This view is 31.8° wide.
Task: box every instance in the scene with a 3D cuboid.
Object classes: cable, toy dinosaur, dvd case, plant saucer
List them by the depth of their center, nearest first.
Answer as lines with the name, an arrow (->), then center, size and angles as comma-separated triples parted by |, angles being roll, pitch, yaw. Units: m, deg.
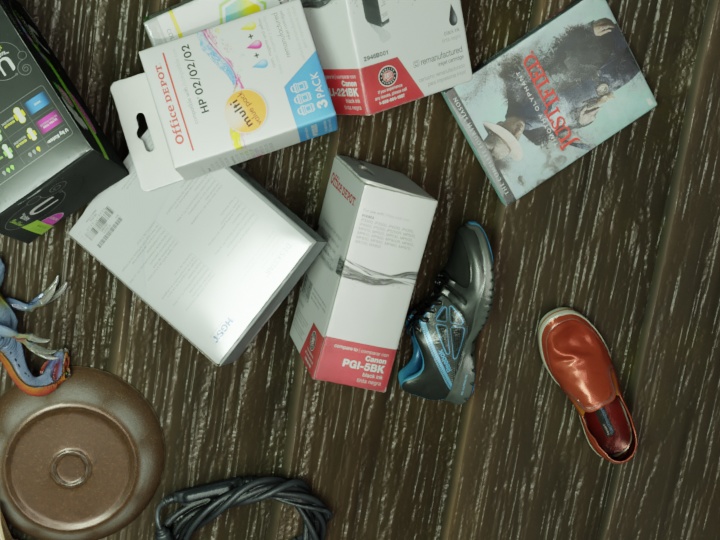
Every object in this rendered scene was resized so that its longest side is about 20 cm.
toy dinosaur -> -0.365, 0.040, 1.273 | 0.197, 0.105, 0.184 | 3, 113, 23
plant saucer -> -0.305, 0.203, 1.333 | 0.197, 0.037, 0.204 | -3, 106, -10
dvd case -> 0.202, -0.183, 1.340 | 0.198, 0.022, 0.147 | -32, 108, -1
cable -> -0.124, 0.303, 1.387 | 0.197, 0.051, 0.166 | -11, 106, -9

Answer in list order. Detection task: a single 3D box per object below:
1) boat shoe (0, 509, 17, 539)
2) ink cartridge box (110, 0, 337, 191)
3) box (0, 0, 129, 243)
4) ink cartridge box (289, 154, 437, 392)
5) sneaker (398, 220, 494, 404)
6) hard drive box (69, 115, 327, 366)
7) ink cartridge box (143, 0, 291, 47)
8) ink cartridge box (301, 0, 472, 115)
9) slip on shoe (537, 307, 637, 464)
boat shoe -> -0.359, 0.325, 1.338 | 0.068, 0.074, 0.203 | -12, 116, -9
ink cartridge box -> -0.131, -0.160, 1.174 | 0.197, 0.068, 0.117 | -19, 85, -1
box -> -0.325, -0.146, 1.148 | 0.123, 0.149, 0.201 | -34, 86, 0
ink cartridge box -> 0.000, 0.000, 1.282 | 0.082, 0.147, 0.203 | 12, 103, -16
sneaker -> 0.092, 0.046, 1.351 | 0.080, 0.073, 0.204 | 6, 102, -11
hard drive box -> -0.158, -0.031, 1.243 | 0.199, 0.077, 0.156 | 41, 95, 6
ink cartridge box -> -0.104, -0.236, 1.245 | 0.197, 0.059, 0.105 | -24, 108, -4
ink cartridge box -> 0.018, -0.266, 1.223 | 0.143, 0.083, 0.203 | -23, 109, -34
slip on shoe -> 0.259, 0.130, 1.413 | 0.073, 0.061, 0.202 | -27, 106, -1
